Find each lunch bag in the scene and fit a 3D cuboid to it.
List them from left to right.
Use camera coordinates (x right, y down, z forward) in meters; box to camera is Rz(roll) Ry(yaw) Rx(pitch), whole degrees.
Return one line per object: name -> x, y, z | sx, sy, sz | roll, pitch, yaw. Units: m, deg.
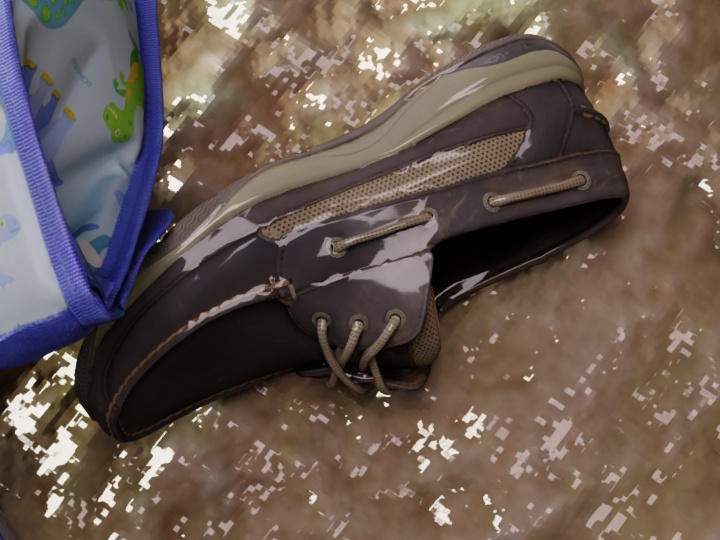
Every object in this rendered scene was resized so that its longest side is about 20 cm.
lunch bag -> -0.155, -0.034, 0.893 | 0.170, 0.127, 0.200 | -23, 47, 18

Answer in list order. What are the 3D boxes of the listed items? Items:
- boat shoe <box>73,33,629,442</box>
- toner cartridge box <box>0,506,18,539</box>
boat shoe -> 0.000, 0.000, 0.911 | 0.200, 0.075, 0.073 | -34, 66, -5
toner cartridge box -> -0.211, 0.118, 0.910 | 0.200, 0.043, 0.095 | -30, 65, -4
